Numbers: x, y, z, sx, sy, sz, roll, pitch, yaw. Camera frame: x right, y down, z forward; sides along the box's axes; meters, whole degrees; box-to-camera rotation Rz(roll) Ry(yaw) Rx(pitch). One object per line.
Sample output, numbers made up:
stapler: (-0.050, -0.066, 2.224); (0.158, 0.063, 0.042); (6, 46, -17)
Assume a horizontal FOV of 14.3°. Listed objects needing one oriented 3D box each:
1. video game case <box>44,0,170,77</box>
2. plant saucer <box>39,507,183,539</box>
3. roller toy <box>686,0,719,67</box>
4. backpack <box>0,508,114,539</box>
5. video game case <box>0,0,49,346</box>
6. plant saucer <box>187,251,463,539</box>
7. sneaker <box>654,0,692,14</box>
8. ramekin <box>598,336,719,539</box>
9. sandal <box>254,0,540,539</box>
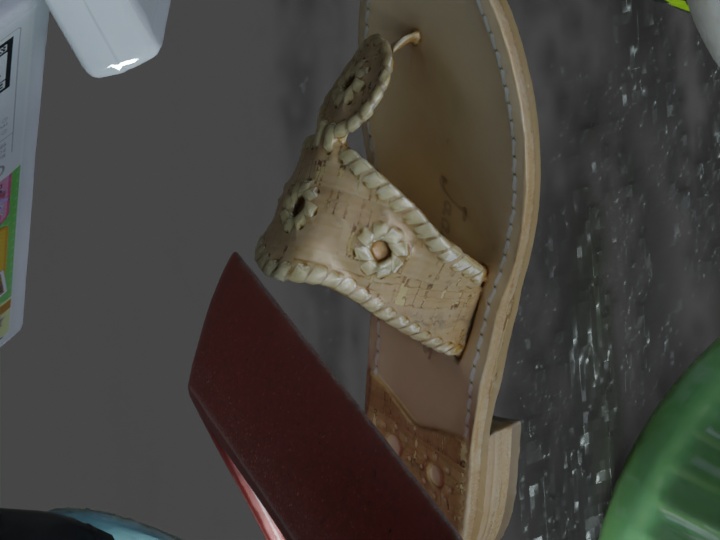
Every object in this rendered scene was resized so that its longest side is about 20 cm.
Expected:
video game case: (-0.089, -0.173, 0.686); (0.023, 0.182, 0.200); (-19, 122, 16)
plant saucer: (-0.035, 0.150, 0.806); (0.039, 0.201, 0.201); (-29, 120, -39)
roller toy: (0.189, -0.125, 0.822); (0.200, 0.140, 0.183); (-61, 146, -20)
backpack: (-0.118, 0.159, 0.728); (0.200, 0.154, 0.191); (10, 62, -31)
video game case: (-0.159, 0.026, 0.704); (0.200, 0.022, 0.182); (-40, 165, -25)
plant saucer: (0.017, 0.116, 0.827); (0.037, 0.200, 0.200); (-29, 120, -6)
sneaker: (0.076, -0.142, 0.856); (0.200, 0.074, 0.084); (30, 83, -47)
ramekin: (0.186, 0.111, 0.989); (0.200, 0.098, 0.200); (-11, 111, -30)
sandal: (0.004, 0.002, 0.849); (0.070, 0.078, 0.212); (-20, 121, -33)
